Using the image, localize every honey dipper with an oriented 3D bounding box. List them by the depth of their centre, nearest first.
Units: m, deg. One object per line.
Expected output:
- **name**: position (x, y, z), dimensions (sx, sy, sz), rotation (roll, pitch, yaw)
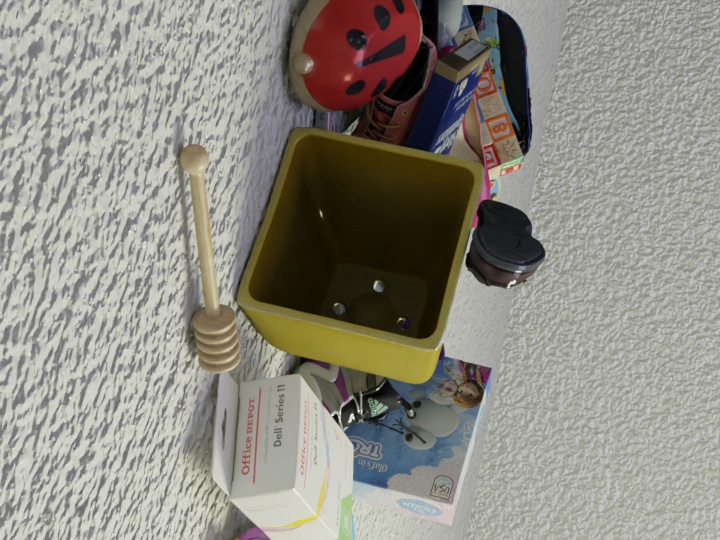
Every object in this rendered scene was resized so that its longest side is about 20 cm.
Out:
- **honey dipper**: position (-0.123, -0.009, 0.956), dimensions (0.038, 0.037, 0.202), rotation (-60, 152, -53)

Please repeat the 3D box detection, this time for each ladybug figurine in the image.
- **ladybug figurine**: position (0.001, -0.220, 1.158), dimensions (0.200, 0.071, 0.137), rotation (-41, 140, -49)

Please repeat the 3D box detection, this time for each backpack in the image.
- **backpack**: position (0.131, -0.233, 1.549), dimensions (0.135, 0.180, 0.203), rotation (49, 40, -83)

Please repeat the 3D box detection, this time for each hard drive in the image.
- **hard drive**: position (0.072, -0.360, 1.321), dimensions (0.201, 0.042, 0.136), rotation (85, -19, -49)

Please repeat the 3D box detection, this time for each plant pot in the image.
- **plant pot**: position (0.007, 0.009, 1.188), dimensions (0.201, 0.192, 0.198), rotation (84, 21, -63)

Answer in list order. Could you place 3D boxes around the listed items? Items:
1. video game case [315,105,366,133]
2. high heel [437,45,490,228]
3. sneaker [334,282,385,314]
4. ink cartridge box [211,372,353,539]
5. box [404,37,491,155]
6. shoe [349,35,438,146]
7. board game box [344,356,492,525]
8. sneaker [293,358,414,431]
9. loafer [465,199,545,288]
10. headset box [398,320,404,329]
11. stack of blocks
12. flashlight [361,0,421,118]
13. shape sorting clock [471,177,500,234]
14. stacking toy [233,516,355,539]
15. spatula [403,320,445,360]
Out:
- **video game case**: position (-0.014, -0.246, 1.250), dimensions (0.143, 0.018, 0.203), rotation (-53, 150, -61)
- **high heel**: position (0.116, -0.151, 1.357), dimensions (0.096, 0.066, 0.203), rotation (143, -60, -81)
- **sneaker**: position (0.000, 0.000, 1.378), dimensions (0.201, 0.071, 0.072), rotation (80, 26, -51)
- **ink cartridge box**: position (-0.068, 0.177, 1.116), dimensions (0.201, 0.066, 0.118), rotation (59, 27, -53)
- **box**: position (0.077, -0.142, 1.290), dimensions (0.121, 0.032, 0.202), rotation (-45, 161, -59)
- **shoe**: position (0.022, -0.155, 1.276), dimensions (0.201, 0.071, 0.091), rotation (-56, 163, -8)
- **board game box**: position (0.033, 0.173, 1.364), dimensions (0.044, 0.197, 0.200), rotation (89, 18, -46)
- **sneaker**: position (-0.012, 0.149, 1.286), dimensions (0.078, 0.138, 0.202), rotation (84, 21, -50)
- **loafer**: position (0.133, -0.012, 1.142), dimensions (0.200, 0.071, 0.064), rotation (-72, -179, -71)
- **headset box**: position (0.034, 0.140, 1.606), dimensions (0.200, 0.074, 0.151), rotation (-28, 127, -73)
- **stack of blocks**: position (0.108, -0.202, 1.450), dimensions (0.059, 0.114, 0.202), rotation (69, 2, -80)
- **flashlight**: position (0.039, -0.238, 1.354), dimensions (0.067, 0.068, 0.202), rotation (-13, 128, -26)
- **shape sorting clock**: position (0.097, -0.064, 1.555), dimensions (0.040, 0.198, 0.200), rotation (62, -4, 26)
- **stacking toy**: position (-0.088, 0.295, 1.207), dimensions (0.200, 0.108, 0.118), rotation (25, 60, -65)
- **spatula**: position (0.045, 0.045, 1.437), dimensions (0.200, 0.020, 0.057), rotation (47, -24, 52)
